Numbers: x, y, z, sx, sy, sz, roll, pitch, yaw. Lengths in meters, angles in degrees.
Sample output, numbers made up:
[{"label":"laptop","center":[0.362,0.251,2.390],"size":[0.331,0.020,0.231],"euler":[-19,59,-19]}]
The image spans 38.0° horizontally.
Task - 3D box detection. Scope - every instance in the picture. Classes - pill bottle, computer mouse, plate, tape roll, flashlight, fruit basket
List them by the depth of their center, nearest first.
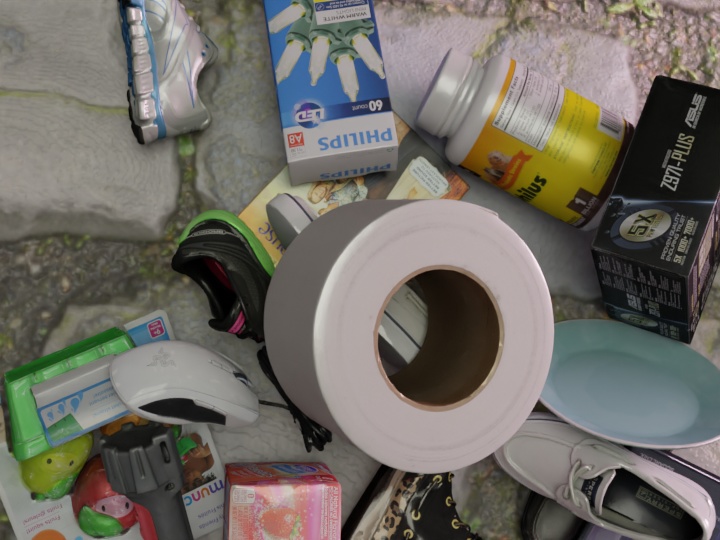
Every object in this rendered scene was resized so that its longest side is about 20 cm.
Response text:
[{"label":"tape roll","center":[0.035,0.045,0.829],"size":[0.199,0.139,0.207],"euler":[-2,94,-20]},{"label":"flashlight","center":[-0.168,0.223,0.858],"size":[0.067,0.067,0.204],"euler":[-24,113,-31]},{"label":"computer mouse","center":[-0.114,0.095,0.870],"size":[0.198,0.044,0.111],"euler":[14,38,-43]},{"label":"fruit basket","center":[-0.214,0.160,0.884],"size":[0.183,0.094,0.203],"euler":[-21,95,-19]},{"label":"plate","center":[0.237,0.105,0.935],"size":[0.196,0.201,0.026],"euler":[1,118,-9]},{"label":"pill bottle","center":[0.153,-0.127,0.974],"size":[0.197,0.109,0.111],"euler":[27,79,-4]}]

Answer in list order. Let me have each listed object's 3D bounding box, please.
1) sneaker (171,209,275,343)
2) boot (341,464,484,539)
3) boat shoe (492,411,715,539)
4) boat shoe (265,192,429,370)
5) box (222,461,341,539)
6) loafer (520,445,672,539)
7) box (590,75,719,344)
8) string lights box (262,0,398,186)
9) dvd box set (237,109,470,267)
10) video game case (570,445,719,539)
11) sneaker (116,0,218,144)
[{"label":"sneaker","center":[-0.086,0.040,0.905],"size":[0.200,0.077,0.084],"euler":[42,49,1]},{"label":"boot","center":[0.081,0.221,0.933],"size":[0.150,0.073,0.201],"euler":[36,80,-3]},{"label":"boat shoe","center":[0.201,0.176,0.879],"size":[0.197,0.065,0.075],"euler":[16,98,17]},{"label":"boat shoe","center":[0.000,0.000,0.920],"size":[0.200,0.072,0.066],"euler":[47,73,-8]},{"label":"box","center":[-0.069,0.269,0.876],"size":[0.093,0.103,0.204],"euler":[1,89,-9]},{"label":"loafer","center":[0.226,0.182,0.962],"size":[0.073,0.072,0.200],"euler":[44,79,-2]},{"label":"box","center":[0.280,-0.047,0.932],"size":[0.085,0.200,0.166],"euler":[19,78,23]},{"label":"string lights box","center":[-0.030,-0.187,0.957],"size":[0.101,0.059,0.204],"euler":[-9,73,-3]},{"label":"dvd box set","center":[-0.013,-0.055,0.978],"size":[0.146,0.029,0.200],"euler":[44,78,-1]},{"label":"video game case","center":[0.255,0.263,0.940],"size":[0.141,0.019,0.203],"euler":[25,100,-10]},{"label":"sneaker","center":[-0.176,-0.218,0.962],"size":[0.085,0.075,0.204],"euler":[-6,88,-20]}]
